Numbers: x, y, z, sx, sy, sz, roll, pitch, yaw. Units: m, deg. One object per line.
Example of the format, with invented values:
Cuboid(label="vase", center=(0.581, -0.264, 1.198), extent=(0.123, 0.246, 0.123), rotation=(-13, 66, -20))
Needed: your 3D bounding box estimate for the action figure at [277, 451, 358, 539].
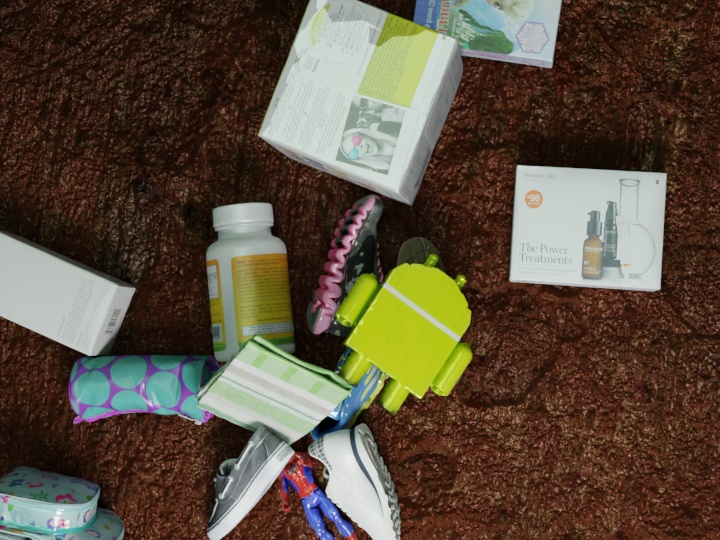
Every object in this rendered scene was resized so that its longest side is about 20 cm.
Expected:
Cuboid(label="action figure", center=(-0.063, 0.314, 1.483), extent=(0.065, 0.099, 0.202), rotation=(-33, 82, 6))

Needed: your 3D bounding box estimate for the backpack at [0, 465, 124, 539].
Cuboid(label="backpack", center=(-0.415, 0.353, 1.483), extent=(0.197, 0.178, 0.153), rotation=(19, 95, 3))

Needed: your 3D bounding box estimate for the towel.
Cuboid(label="towel", center=(-0.110, 0.151, 1.398), extent=(0.147, 0.200, 0.031), rotation=(26, 53, -15))

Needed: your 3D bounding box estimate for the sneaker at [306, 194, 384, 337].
Cuboid(label="sneaker", center=(0.000, 0.000, 1.508), extent=(0.094, 0.079, 0.203), rotation=(20, 91, -15))

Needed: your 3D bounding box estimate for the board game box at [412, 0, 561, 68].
Cuboid(label="board game box", center=(0.177, -0.389, 1.506), extent=(0.196, 0.041, 0.204), rotation=(8, 89, 7))

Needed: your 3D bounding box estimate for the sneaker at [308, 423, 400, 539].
Cuboid(label="sneaker", center=(-0.001, 0.290, 1.464), extent=(0.079, 0.077, 0.203), rotation=(-17, 115, 8))

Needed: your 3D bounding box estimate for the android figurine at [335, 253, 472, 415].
Cuboid(label="android figurine", center=(0.061, 0.076, 1.424), extent=(0.181, 0.041, 0.202), rotation=(33, 82, -4))

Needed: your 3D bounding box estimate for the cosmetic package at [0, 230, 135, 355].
Cuboid(label="cosmetic package", center=(-0.427, 0.031, 1.541), extent=(0.197, 0.085, 0.109), rotation=(24, 90, 8))

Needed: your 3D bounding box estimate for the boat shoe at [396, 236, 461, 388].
Cuboid(label="boat shoe", center=(0.083, 0.059, 1.485), extent=(0.071, 0.068, 0.204), rotation=(-11, 87, -11))

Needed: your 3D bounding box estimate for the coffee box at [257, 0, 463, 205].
Cuboid(label="coffee box", center=(0.006, -0.218, 1.441), extent=(0.195, 0.200, 0.203), rotation=(22, 91, 7))

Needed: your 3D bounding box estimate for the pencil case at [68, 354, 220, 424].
Cuboid(label="pencil case", center=(-0.292, 0.162, 1.520), extent=(0.196, 0.085, 0.094), rotation=(0, 81, 7))

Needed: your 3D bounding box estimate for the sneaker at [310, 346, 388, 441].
Cuboid(label="sneaker", center=(-0.007, 0.146, 1.455), extent=(0.075, 0.105, 0.202), rotation=(28, 108, 5))

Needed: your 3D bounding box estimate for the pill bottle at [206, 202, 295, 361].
Cuboid(label="pill bottle", center=(-0.149, 0.016, 1.495), extent=(0.109, 0.111, 0.204), rotation=(-6, 87, 6))

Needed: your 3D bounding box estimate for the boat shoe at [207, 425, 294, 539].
Cuboid(label="boat shoe", center=(-0.162, 0.282, 1.479), extent=(0.068, 0.072, 0.201), rotation=(41, 125, 7))

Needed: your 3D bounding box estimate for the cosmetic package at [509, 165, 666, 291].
Cuboid(label="cosmetic package", center=(0.299, -0.056, 1.476), extent=(0.196, 0.052, 0.154), rotation=(3, 86, 7))
